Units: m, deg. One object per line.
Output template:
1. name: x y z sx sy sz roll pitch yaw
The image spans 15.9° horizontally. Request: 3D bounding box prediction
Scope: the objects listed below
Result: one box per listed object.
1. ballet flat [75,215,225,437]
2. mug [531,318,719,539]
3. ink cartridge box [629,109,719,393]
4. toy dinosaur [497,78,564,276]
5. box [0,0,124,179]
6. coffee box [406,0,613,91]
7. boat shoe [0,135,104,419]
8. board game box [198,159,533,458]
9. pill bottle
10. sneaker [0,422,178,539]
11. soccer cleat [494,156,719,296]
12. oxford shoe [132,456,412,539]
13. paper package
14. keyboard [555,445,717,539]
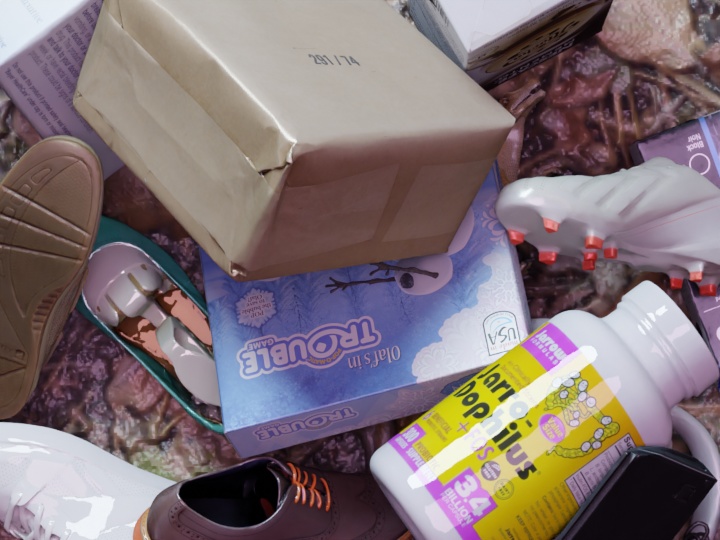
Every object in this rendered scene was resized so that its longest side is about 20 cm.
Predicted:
1. ballet flat: -0.128 0.033 1.674 0.200 0.070 0.067 43 88 1
2. mug: 0.148 0.133 1.650 0.199 0.147 0.177 16 76 -27
3. ink cartridge box: 0.257 -0.007 1.701 0.099 0.039 0.201 -21 89 -3
4. toy dinosaur: 0.066 -0.032 1.699 0.101 0.058 0.200 42 81 16
5. box: -0.148 -0.179 1.619 0.200 0.184 0.105 -37 65 -3
6. coffee box: 0.095 -0.177 1.623 0.113 0.200 0.080 -29 85 -1
7. boat shoe: -0.209 -0.003 1.641 0.071 0.065 0.201 25 115 2
8. board game box: 0.000 0.000 1.634 0.199 0.043 0.200 -15 60 8
9. pill bottle: 0.111 0.094 1.519 0.200 0.104 0.105 -37 89 -6
10. sneaker: -0.185 0.173 1.641 0.199 0.074 0.116 18 45 0
11. soccer cleat: 0.167 -0.038 1.626 0.199 0.069 0.078 13 73 -32
12. oxford shoe: -0.042 0.155 1.637 0.199 0.073 0.072 -6 58 -31
13. paper package: -0.042 -0.095 1.548 0.191 0.199 0.104 46 124 30
14. keyboard: 0.142 0.191 1.531 0.127 0.021 0.200 24 109 -40
